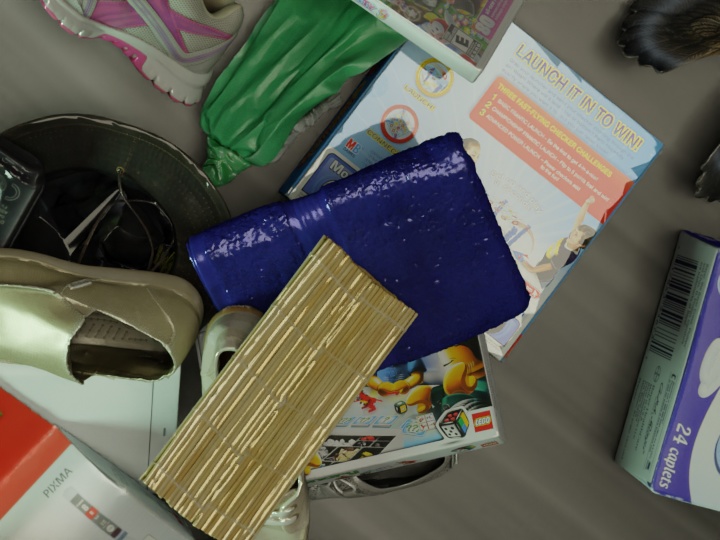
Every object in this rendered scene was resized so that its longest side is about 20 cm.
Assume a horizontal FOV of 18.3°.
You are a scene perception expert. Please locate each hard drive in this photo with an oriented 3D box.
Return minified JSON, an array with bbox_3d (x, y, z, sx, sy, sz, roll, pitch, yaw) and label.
[{"bbox_3d":[-0.227,0.104,1.555,0.199,0.027,0.132,0,131,-9],"label":"hard drive"}]

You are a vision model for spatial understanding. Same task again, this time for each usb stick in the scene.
[{"bbox_3d":[-0.273,-0.003,1.511,0.055,0.033,0.200,34,117,1],"label":"usb stick"}]

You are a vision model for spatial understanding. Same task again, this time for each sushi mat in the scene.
[{"bbox_3d":[-0.051,0.081,1.443,0.096,0.012,0.200,43,80,-34],"label":"sushi mat"}]

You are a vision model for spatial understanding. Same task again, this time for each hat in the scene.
[{"bbox_3d":[-0.180,-0.034,1.547,0.200,0.081,0.201,2,117,5],"label":"hat"}]

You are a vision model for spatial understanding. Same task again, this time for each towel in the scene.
[{"bbox_3d":[0.000,0.000,1.499,0.199,0.050,0.148,-22,117,5],"label":"towel"}]

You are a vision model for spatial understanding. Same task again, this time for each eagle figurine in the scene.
[{"bbox_3d":[0.304,-0.161,1.608,0.200,0.151,0.152,-27,56,24],"label":"eagle figurine"}]

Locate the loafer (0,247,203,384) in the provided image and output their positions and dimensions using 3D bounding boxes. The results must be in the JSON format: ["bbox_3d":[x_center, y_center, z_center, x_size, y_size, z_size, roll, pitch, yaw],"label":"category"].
[{"bbox_3d":[-0.202,0.034,1.480,0.199,0.068,0.076,1,127,-7],"label":"loafer"}]

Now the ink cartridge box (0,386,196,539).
[{"bbox_3d":[-0.234,0.189,1.544,0.162,0.050,0.200,-47,125,4],"label":"ink cartridge box"}]

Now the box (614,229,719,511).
[{"bbox_3d":[0.312,0.088,1.630,0.199,0.105,0.185,15,94,-11],"label":"box"}]

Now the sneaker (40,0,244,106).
[{"bbox_3d":[-0.158,-0.197,1.507,0.088,0.081,0.200,-48,134,12],"label":"sneaker"}]

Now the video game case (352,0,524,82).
[{"bbox_3d":[0.024,-0.231,1.541,0.200,0.018,0.143,34,50,-4],"label":"video game case"}]

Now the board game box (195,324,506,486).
[{"bbox_3d":[-0.009,0.078,1.552,0.199,0.035,0.127,-14,75,8],"label":"board game box"}]

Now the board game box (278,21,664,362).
[{"bbox_3d":[0.078,-0.073,1.602,0.200,0.056,0.196,38,89,-11],"label":"board game box"}]

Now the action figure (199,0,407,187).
[{"bbox_3d":[-0.047,-0.139,1.561,0.118,0.055,0.200,37,85,22],"label":"action figure"}]

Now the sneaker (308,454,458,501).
[{"bbox_3d":[-0.024,0.127,1.594,0.199,0.082,0.075,-9,97,-8],"label":"sneaker"}]

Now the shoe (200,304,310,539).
[{"bbox_3d":[-0.073,0.123,1.487,0.070,0.053,0.201,-9,112,-1],"label":"shoe"}]
